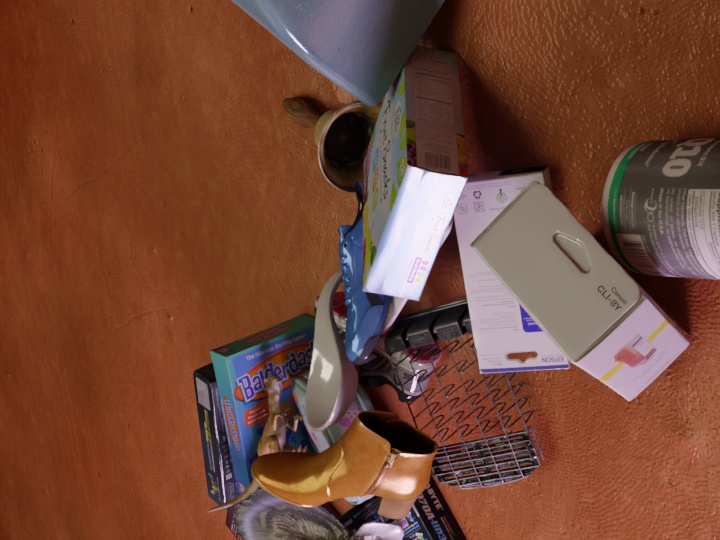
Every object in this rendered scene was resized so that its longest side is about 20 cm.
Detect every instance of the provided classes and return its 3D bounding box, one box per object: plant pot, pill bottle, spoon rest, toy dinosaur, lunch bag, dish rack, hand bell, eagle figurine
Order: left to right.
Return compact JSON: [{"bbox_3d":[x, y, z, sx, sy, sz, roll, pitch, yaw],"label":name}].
[{"bbox_3d":[-0.112,0.233,1.555,0.105,0.060,0.203,22,98,35],"label":"toy dinosaur"},{"bbox_3d":[-0.046,-0.311,1.174,0.196,0.199,0.197,42,105,33],"label":"plant pot"},{"bbox_3d":[-0.052,0.352,1.550,0.200,0.149,0.154,37,129,44],"label":"eagle figurine"},{"bbox_3d":[-0.044,-0.169,1.430,0.200,0.103,0.106,36,136,56],"label":"hand bell"},{"bbox_3d":[-0.028,0.083,1.396,0.099,0.060,0.203,-14,58,65],"label":"spoon rest"},{"bbox_3d":[-0.022,0.193,1.520,0.200,0.076,0.162,-169,58,-75],"label":"lunch bag"},{"bbox_3d":[0.117,0.138,1.338,0.152,0.054,0.202,-16,100,35],"label":"dish rack"},{"bbox_3d":[0.299,-0.049,0.971,0.199,0.112,0.115,5,111,53],"label":"pill bottle"}]

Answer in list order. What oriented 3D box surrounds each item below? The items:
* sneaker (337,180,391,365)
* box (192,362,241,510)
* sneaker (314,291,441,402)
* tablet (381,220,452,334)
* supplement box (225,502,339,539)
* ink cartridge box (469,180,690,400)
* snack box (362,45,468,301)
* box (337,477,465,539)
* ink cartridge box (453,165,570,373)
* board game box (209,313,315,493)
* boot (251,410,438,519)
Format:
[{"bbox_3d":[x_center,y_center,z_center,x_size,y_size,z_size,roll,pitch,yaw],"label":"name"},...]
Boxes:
[{"bbox_3d":[0.000,0.000,1.345,0.066,0.077,0.203,159,125,-74],"label":"sneaker"},{"bbox_3d":[-0.143,0.205,1.673,0.051,0.156,0.203,25,127,46],"label":"box"},{"bbox_3d":[0.013,0.094,1.474,0.199,0.073,0.089,30,124,37],"label":"sneaker"},{"bbox_3d":[0.061,-0.034,1.325,0.201,0.013,0.131,119,164,-49],"label":"tablet"},{"bbox_3d":[-0.090,0.379,1.733,0.200,0.109,0.086,44,138,32],"label":"supplement box"},{"bbox_3d":[0.195,0.022,1.073,0.083,0.200,0.146,-44,62,8],"label":"ink cartridge box"},{"bbox_3d":[0.051,-0.102,1.235,0.202,0.067,0.170,-91,15,-45],"label":"snack box"},{"bbox_3d":[0.058,0.354,1.572,0.160,0.046,0.200,60,145,13],"label":"box"},{"bbox_3d":[0.153,0.001,1.226,0.098,0.039,0.203,-4,104,20],"label":"ink cartridge box"},{"bbox_3d":[-0.108,0.177,1.617,0.045,0.151,0.203,14,119,52],"label":"board game box"},{"bbox_3d":[-0.019,0.203,1.359,0.198,0.071,0.145,13,134,1],"label":"boot"}]
